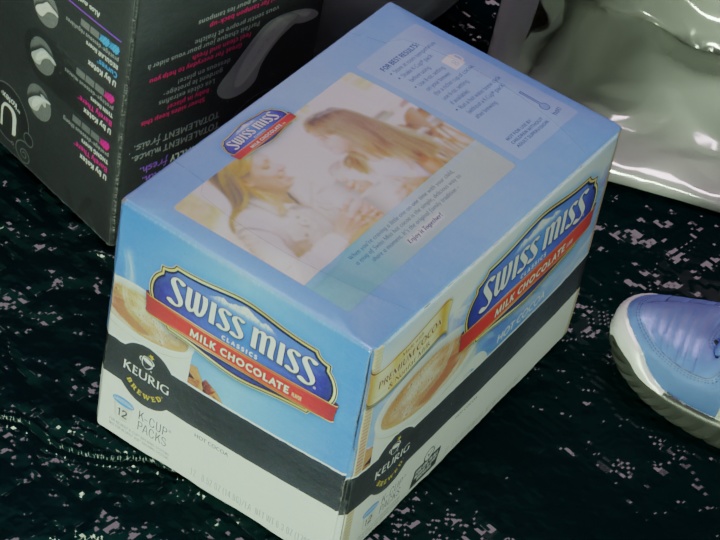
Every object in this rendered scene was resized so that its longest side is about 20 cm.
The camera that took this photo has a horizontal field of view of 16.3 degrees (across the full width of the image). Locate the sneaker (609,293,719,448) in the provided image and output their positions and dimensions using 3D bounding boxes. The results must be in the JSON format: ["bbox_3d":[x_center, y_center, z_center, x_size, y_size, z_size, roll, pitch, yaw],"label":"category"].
[{"bbox_3d":[0.209,0.047,1.129,0.200,0.077,0.076,20,44,11],"label":"sneaker"}]

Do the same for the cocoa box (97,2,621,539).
[{"bbox_3d":[0.000,0.000,1.091,0.133,0.131,0.200,30,45,20],"label":"cocoa box"}]

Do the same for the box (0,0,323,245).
[{"bbox_3d":[-0.093,-0.133,1.164,0.122,0.200,0.106,-26,54,-35],"label":"box"}]

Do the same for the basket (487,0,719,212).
[{"bbox_3d":[0.172,-0.124,1.265,0.200,0.136,0.123,15,39,3],"label":"basket"}]

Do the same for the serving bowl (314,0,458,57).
[{"bbox_3d":[0.030,-0.173,1.270,0.066,0.200,0.200,44,41,-13],"label":"serving bowl"}]
